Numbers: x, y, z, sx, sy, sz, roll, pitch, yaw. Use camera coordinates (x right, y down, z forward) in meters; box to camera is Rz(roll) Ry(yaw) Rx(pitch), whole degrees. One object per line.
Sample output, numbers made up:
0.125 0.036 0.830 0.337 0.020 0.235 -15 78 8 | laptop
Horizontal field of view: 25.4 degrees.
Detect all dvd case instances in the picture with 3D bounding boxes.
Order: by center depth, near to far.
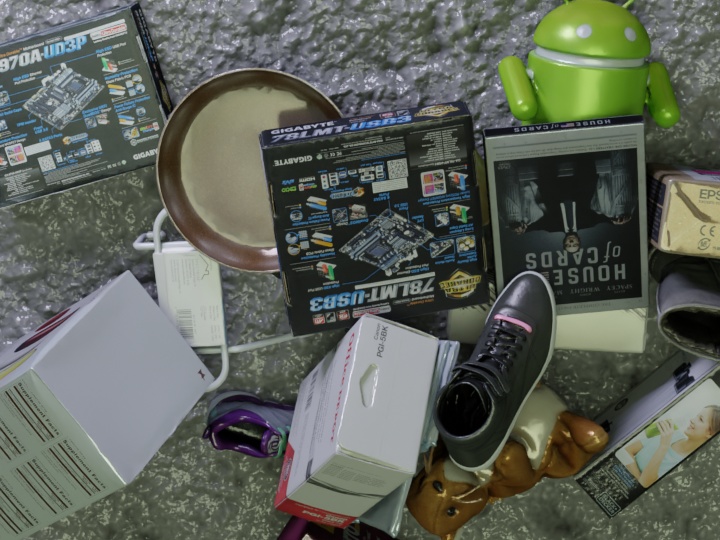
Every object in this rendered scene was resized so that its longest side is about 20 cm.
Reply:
0.198 -0.048 1.522 0.150 0.025 0.200 -5 118 4 | dvd case

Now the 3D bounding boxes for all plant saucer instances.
-0.097 -0.097 1.542 0.200 0.032 0.201 2 105 6 | plant saucer

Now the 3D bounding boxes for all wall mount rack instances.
-0.140 0.019 1.637 0.173 0.075 0.201 -2 105 6 | wall mount rack

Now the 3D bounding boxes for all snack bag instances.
0.041 0.164 1.578 0.021 0.189 0.200 18 83 -13 | snack bag

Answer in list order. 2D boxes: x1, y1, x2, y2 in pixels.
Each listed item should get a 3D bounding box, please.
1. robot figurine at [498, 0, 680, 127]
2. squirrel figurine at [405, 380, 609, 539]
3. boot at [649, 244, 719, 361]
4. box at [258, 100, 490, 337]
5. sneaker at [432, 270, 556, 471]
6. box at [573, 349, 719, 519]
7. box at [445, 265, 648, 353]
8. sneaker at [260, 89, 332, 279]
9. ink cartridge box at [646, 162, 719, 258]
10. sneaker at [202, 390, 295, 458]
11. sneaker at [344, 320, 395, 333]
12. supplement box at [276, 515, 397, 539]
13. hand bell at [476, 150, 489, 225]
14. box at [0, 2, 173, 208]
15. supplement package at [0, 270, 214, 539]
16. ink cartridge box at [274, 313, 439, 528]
0.217 -0.170 1.545 0.175 0.116 0.201 2 107 -14 | robot figurine
0.127 0.198 1.607 0.187 0.200 0.142 -42 77 -12 | squirrel figurine
0.363 0.032 1.551 0.181 0.200 0.073 7 103 -2 | boot
0.016 -0.048 1.509 0.199 0.050 0.199 -10 116 -2 | box
0.128 0.087 1.484 0.071 0.099 0.200 20 81 18 | sneaker
0.309 0.153 1.632 0.200 0.117 0.060 -40 98 13 | box
0.188 0.038 1.623 0.199 0.082 0.069 2 104 0 | box
-0.055 -0.087 1.597 0.076 0.077 0.201 11 104 1 | sneaker
0.379 -0.053 1.546 0.199 0.165 0.075 5 100 0 | ink cartridge box
-0.066 0.180 1.666 0.199 0.088 0.075 7 106 1 | sneaker
0.000 0.000 1.613 0.066 0.091 0.201 -3 105 4 | sneaker
0.004 0.341 1.687 0.200 0.131 0.103 31 103 -7 | supplement box
0.159 -0.051 1.608 0.200 0.104 0.104 29 105 -18 | hand bell
-0.295 -0.164 1.602 0.200 0.046 0.159 -16 104 6 | box
-0.292 0.137 1.577 0.200 0.191 0.147 -29 104 34 | supplement package
-0.005 0.151 1.551 0.083 0.200 0.147 19 62 -13 | ink cartridge box
